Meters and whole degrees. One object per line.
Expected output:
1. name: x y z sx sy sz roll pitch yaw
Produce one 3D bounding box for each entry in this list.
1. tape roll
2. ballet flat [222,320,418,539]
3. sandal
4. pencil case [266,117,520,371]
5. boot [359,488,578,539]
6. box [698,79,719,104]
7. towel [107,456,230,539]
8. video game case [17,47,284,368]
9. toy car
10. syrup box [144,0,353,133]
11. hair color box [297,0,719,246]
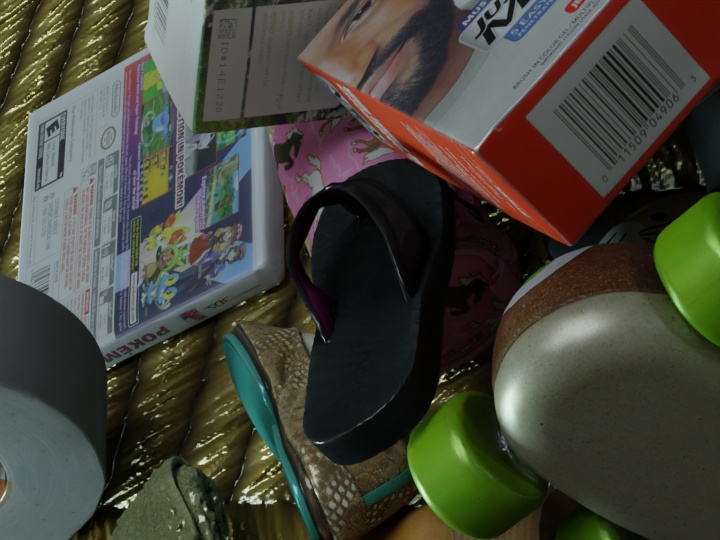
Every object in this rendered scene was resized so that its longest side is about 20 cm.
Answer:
1. tape roll: -0.227 0.079 1.144 0.200 0.200 0.066 -27 47 27
2. ballet flat: -0.015 0.068 1.054 0.065 0.071 0.200 -22 26 -6
3. sandal: 0.001 0.000 0.948 0.075 0.048 0.201 -35 26 18
4. pencil case: 0.012 -0.040 1.095 0.087 0.083 0.200 -61 34 33
5. boot: 0.026 0.190 0.946 0.144 0.071 0.202 -23 46 38
6. box: 0.149 -0.156 0.965 0.163 0.021 0.200 -43 31 33
7. towel: -0.093 0.197 1.046 0.148 0.036 0.200 -51 38 23
8. video game case: -0.118 -0.044 1.262 0.182 0.023 0.201 -26 47 28
9. toy car: 0.119 0.010 0.925 0.164 0.158 0.200 -41 30 29
10. syrup box: 0.006 -0.128 1.072 0.082 0.199 0.079 -119 28 -43
11. hair color box: 0.060 -0.091 0.936 0.111 0.064 0.200 -49 25 -4
